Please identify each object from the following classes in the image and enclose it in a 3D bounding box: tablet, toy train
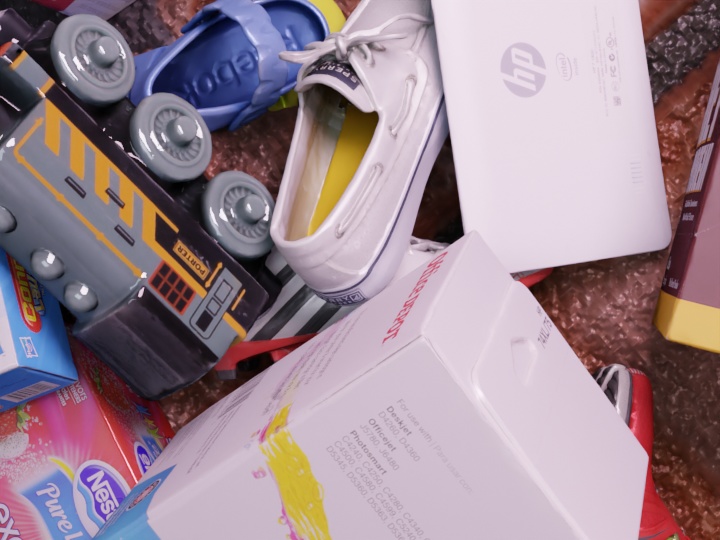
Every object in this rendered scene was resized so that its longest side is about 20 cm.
[{"bbox_3d":[0.097,-0.103,0.817,0.130,0.014,0.200,-8,90,-30],"label":"tablet"},{"bbox_3d":[-0.121,-0.032,0.764,0.085,0.114,0.200,-25,116,41],"label":"toy train"}]

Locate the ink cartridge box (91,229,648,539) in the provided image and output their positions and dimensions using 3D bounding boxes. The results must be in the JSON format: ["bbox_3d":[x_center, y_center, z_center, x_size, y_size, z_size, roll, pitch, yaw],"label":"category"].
[{"bbox_3d":[0.008,0.108,0.738,0.200,0.147,0.146,-35,97,22],"label":"ink cartridge box"}]

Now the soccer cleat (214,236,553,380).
[{"bbox_3d":[0.000,0.000,0.843,0.200,0.069,0.085,-12,94,12],"label":"soccer cleat"}]

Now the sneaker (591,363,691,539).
[{"bbox_3d":[0.145,0.147,0.834,0.085,0.077,0.200,0,92,-13],"label":"sneaker"}]

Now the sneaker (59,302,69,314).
[{"bbox_3d":[-0.209,0.021,0.864,0.200,0.076,0.091,-3,82,17],"label":"sneaker"}]

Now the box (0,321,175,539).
[{"bbox_3d":[-0.135,0.135,0.828,0.095,0.100,0.200,-31,75,8],"label":"box"}]

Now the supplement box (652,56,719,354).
[{"bbox_3d":[0.262,-0.043,0.772,0.197,0.133,0.200,14,93,7],"label":"supplement box"}]

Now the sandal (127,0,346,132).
[{"bbox_3d":[-0.102,-0.090,0.844,0.200,0.087,0.080,-34,89,9],"label":"sandal"}]

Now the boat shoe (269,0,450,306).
[{"bbox_3d":[-0.004,-0.090,0.798,0.075,0.086,0.202,4,66,35],"label":"boat shoe"}]

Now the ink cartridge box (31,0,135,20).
[{"bbox_3d":[-0.096,-0.218,0.809,0.200,0.148,0.086,-31,87,8],"label":"ink cartridge box"}]

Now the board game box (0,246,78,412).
[{"bbox_3d":[-0.261,-0.004,0.809,0.200,0.056,0.196,-22,72,14],"label":"board game box"}]
